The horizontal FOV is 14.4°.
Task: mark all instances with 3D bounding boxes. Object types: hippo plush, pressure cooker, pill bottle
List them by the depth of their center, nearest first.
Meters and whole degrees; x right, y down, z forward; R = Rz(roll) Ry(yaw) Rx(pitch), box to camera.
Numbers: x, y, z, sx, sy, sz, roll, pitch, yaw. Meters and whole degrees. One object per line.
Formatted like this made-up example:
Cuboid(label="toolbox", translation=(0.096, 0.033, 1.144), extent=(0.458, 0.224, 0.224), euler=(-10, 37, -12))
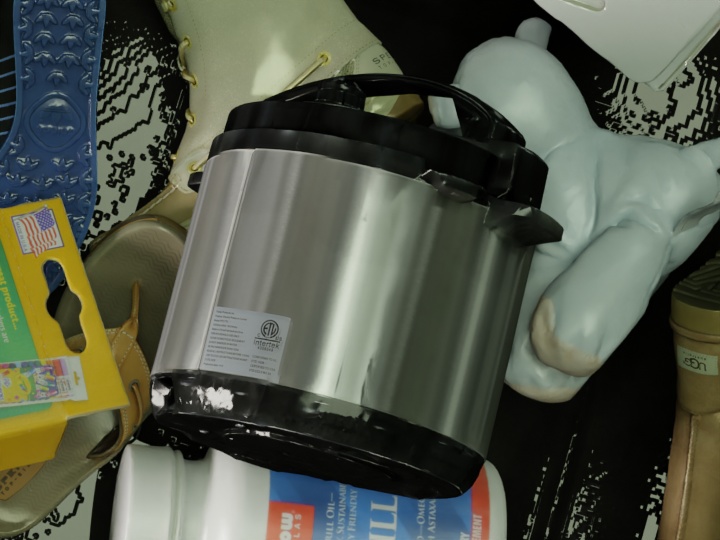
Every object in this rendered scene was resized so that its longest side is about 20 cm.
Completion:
Cuboid(label="pressure cooker", translation=(-0.001, -0.001, 1.408), extent=(0.175, 0.179, 0.201), euler=(15, 79, -9))
Cuboid(label="pill bottle", translation=(-0.030, 0.144, 1.511), extent=(0.199, 0.112, 0.113), euler=(6, 85, -11))
Cuboid(label="hippo plush", translation=(0.096, -0.039, 1.516), extent=(0.161, 0.200, 0.159), euler=(40, 52, 3))

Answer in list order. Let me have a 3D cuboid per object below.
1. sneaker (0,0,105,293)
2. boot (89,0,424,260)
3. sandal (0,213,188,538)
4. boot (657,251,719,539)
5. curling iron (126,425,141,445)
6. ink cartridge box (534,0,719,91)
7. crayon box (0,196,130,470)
Cuboid(label="sneaker", translation=(-0.172, -0.082, 1.526), extent=(0.070, 0.078, 0.201), euler=(10, 106, -12))
Cuboid(label="boot", translation=(-0.085, -0.096, 1.536), extent=(0.199, 0.072, 0.155), euler=(-32, 82, 7))
Cuboid(label="sandal", translation=(-0.145, 0.064, 1.493), extent=(0.080, 0.054, 0.200), euler=(37, 98, -12))
Cuboid(label="boot", translation=(0.214, 0.083, 1.559), extent=(0.175, 0.066, 0.201), euler=(-24, 124, -42))
Cuboid(label="curling iron", translation=(-0.207, 0.042, 1.527), extent=(0.199, 0.026, 0.050), euler=(24, 89, -10))
Cuboid(label="ink cartridge box", translation=(0.145, -0.208, 1.523), extent=(0.145, 0.200, 0.083), euler=(38, 124, -8))
Cuboid(label="crayon box", translation=(-0.231, 0.044, 1.438), extent=(0.199, 0.052, 0.126), euler=(-12, 66, -22))
